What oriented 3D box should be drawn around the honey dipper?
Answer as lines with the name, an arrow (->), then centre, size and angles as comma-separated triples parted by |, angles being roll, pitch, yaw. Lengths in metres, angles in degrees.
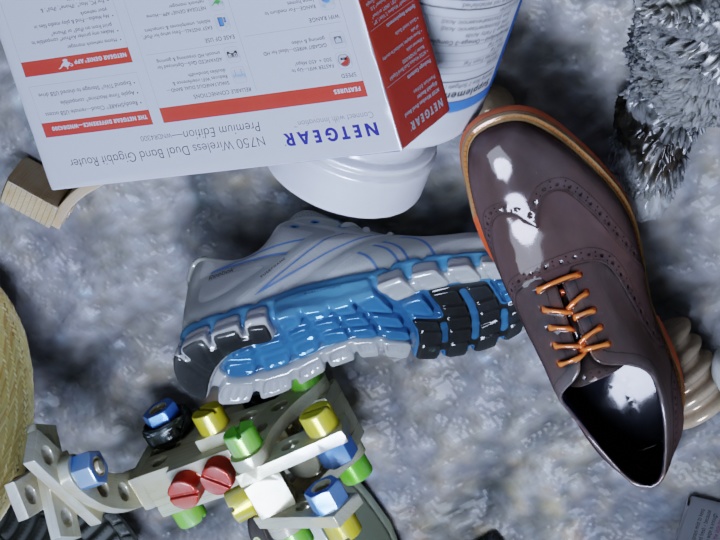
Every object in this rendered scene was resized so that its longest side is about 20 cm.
honey dipper -> 0.118, -0.010, 1.307 | 0.038, 0.038, 0.200 | -27, 105, 31

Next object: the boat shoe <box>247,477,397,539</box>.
boat shoe -> 0.010, 0.202, 1.456 | 0.060, 0.072, 0.202 | -23, 103, 34

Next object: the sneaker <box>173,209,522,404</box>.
sneaker -> 0.000, 0.000, 1.331 | 0.199, 0.087, 0.075 | -11, 141, 5

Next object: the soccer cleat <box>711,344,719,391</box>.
soccer cleat -> 0.261, 0.092, 1.299 | 0.199, 0.069, 0.078 | 21, 128, 3

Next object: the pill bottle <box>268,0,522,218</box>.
pill bottle -> 0.017, -0.128, 1.222 | 0.112, 0.112, 0.201 | 24, 126, 5

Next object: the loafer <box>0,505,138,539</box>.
loafer -> -0.211, 0.155, 1.510 | 0.199, 0.075, 0.070 | 22, 131, 17

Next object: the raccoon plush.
raccoon plush -> 0.155, -0.076, 1.188 | 0.096, 0.134, 0.201 | 12, 124, 11

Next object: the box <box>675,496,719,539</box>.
box -> 0.221, 0.220, 1.309 | 0.176, 0.200, 0.097 | 12, 124, 11

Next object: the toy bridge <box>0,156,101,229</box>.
toy bridge -> -0.121, -0.098, 1.341 | 0.067, 0.027, 0.200 | 29, 126, 0

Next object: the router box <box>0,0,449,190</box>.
router box -> -0.078, -0.134, 1.173 | 0.199, 0.049, 0.180 | -4, 112, 33

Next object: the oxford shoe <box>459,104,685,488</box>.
oxford shoe -> 0.106, 0.013, 1.245 | 0.071, 0.073, 0.200 | -25, 115, 14

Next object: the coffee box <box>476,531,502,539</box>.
coffee box -> 0.106, 0.250, 1.419 | 0.044, 0.123, 0.200 | -32, 104, 29

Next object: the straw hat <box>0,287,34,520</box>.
straw hat -> -0.262, 0.083, 1.458 | 0.200, 0.085, 0.202 | -1, 78, 6

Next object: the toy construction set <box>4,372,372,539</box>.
toy construction set -> -0.081, 0.105, 1.386 | 0.199, 0.131, 0.093 | -6, 117, 18
